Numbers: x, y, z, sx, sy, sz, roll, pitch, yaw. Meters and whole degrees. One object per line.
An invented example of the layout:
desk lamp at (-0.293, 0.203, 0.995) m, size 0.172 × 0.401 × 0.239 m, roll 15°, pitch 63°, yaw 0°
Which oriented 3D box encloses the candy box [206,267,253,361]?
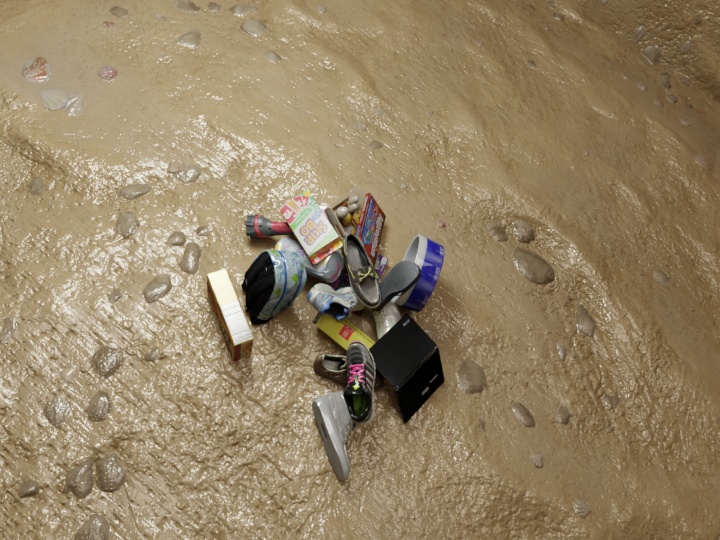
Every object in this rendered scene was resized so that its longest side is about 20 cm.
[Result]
candy box at (-0.332, 0.113, 1.398) m, size 0.054 × 0.116 × 0.203 m, roll -19°, pitch 69°, yaw -23°

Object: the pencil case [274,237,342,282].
pencil case at (-0.144, -0.030, 1.497) m, size 0.196 × 0.086 × 0.090 m, roll 15°, pitch 25°, yaw 30°

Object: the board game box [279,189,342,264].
board game box at (-0.132, -0.117, 1.464) m, size 0.094 × 0.030 × 0.202 m, roll -32°, pitch 64°, yaw -5°

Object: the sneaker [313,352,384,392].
sneaker at (-0.026, 0.264, 1.430) m, size 0.194 × 0.076 × 0.072 m, roll 15°, pitch 59°, yaw -7°

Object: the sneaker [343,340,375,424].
sneaker at (-0.004, 0.275, 1.346) m, size 0.071 × 0.087 × 0.207 m, roll -6°, pitch 82°, yaw 14°

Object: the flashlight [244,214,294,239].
flashlight at (-0.221, -0.127, 1.535) m, size 0.194 × 0.068 × 0.070 m, roll -3°, pitch 99°, yaw 16°

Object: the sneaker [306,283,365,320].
sneaker at (-0.050, 0.096, 1.446) m, size 0.197 × 0.078 × 0.086 m, roll 7°, pitch 36°, yaw -45°

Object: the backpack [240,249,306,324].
backpack at (-0.224, 0.026, 1.427) m, size 0.149 × 0.201 × 0.167 m, roll -4°, pitch 63°, yaw -19°

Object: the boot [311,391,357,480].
boot at (-0.044, 0.399, 1.359) m, size 0.093 × 0.074 × 0.205 m, roll -12°, pitch 73°, yaw -31°

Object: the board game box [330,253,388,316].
board game box at (-0.008, 0.021, 1.592) m, size 0.118 × 0.032 × 0.203 m, roll 30°, pitch 59°, yaw -3°

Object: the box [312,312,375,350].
box at (-0.032, 0.174, 1.472) m, size 0.198 × 0.075 × 0.051 m, roll 39°, pitch 100°, yaw 7°

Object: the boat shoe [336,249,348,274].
boat shoe at (-0.062, -0.015, 1.546) m, size 0.196 × 0.077 × 0.073 m, roll 19°, pitch 60°, yaw 29°

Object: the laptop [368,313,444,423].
laptop at (0.122, 0.258, 1.459) m, size 0.102 × 0.204 × 0.176 m, roll 21°, pitch 49°, yaw 42°

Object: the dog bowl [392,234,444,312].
dog bowl at (0.160, 0.009, 1.546) m, size 0.077 × 0.201 × 0.204 m, roll 21°, pitch 59°, yaw -6°

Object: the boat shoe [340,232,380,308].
boat shoe at (0.000, 0.000, 1.454) m, size 0.070 × 0.061 × 0.205 m, roll -21°, pitch 74°, yaw -13°

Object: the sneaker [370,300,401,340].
sneaker at (0.070, 0.149, 1.502) m, size 0.084 × 0.073 × 0.203 m, roll -13°, pitch 68°, yaw -52°

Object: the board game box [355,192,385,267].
board game box at (0.028, -0.117, 1.605) m, size 0.019 × 0.103 × 0.204 m, roll -11°, pitch 48°, yaw 29°

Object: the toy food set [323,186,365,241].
toy food set at (-0.017, -0.150, 1.600) m, size 0.146 × 0.060 × 0.200 m, roll 59°, pitch 35°, yaw -9°

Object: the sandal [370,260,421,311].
sandal at (0.092, 0.039, 1.456) m, size 0.042 × 0.199 × 0.078 m, roll 13°, pitch 54°, yaw -36°

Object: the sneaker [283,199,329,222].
sneaker at (-0.133, -0.136, 1.618) m, size 0.195 × 0.075 × 0.108 m, roll 8°, pitch 76°, yaw -21°
